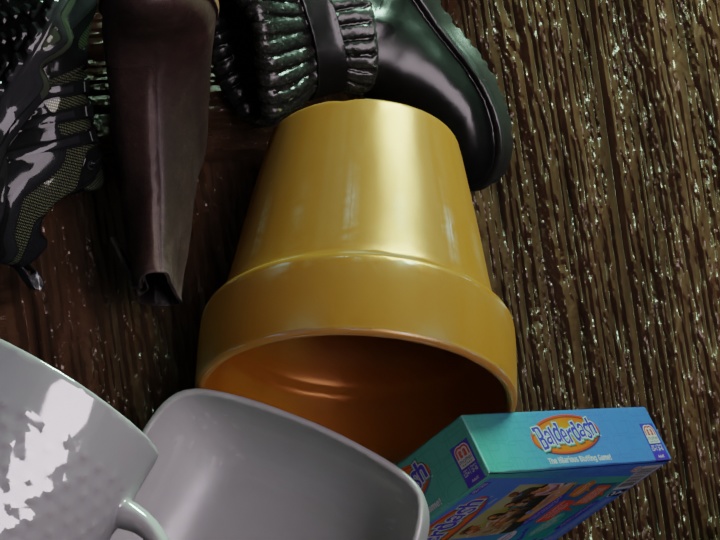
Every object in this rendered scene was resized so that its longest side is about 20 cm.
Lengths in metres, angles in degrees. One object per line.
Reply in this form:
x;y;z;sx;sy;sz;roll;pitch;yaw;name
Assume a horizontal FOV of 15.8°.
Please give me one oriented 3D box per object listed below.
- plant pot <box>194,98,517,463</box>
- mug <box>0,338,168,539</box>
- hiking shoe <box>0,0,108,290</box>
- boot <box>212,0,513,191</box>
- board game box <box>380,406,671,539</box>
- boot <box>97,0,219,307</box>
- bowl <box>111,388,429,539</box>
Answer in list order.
0.000;0.000;1.645;0.200;0.200;0.184;21;58;-32;plant pot
-0.200;0.154;1.480;0.200;0.148;0.176;29;75;8;mug
-0.195;-0.092;1.588;0.101;0.076;0.200;34;73;-40;hiking shoe
-0.005;-0.122;1.709;0.158;0.079;0.211;-33;93;-40;boot
0.084;0.145;1.670;0.200;0.152;0.045;1;57;-51;board game box
-0.118;-0.079;1.558;0.072;0.200;0.167;-2;73;-3;boot
-0.063;0.187;1.574;0.200;0.199;0.075;-66;158;-6;bowl
